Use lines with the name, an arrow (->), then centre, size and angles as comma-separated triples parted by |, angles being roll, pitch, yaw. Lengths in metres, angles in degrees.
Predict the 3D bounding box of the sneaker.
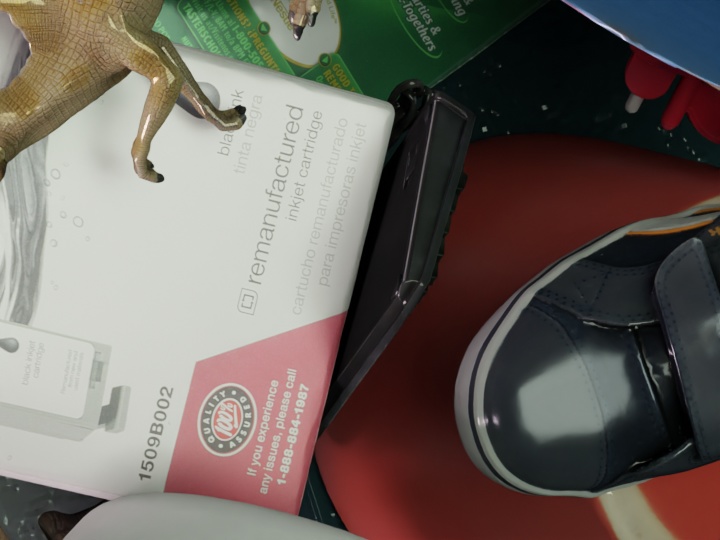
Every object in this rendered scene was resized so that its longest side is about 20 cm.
sneaker -> 0.127, 0.014, 0.789 | 0.199, 0.079, 0.079 | -22, 98, -19

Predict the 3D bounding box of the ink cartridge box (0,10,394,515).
ink cartridge box -> -0.107, -0.009, 0.817 | 0.199, 0.083, 0.148 | 14, 90, -17

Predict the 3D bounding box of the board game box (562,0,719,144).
board game box -> 0.112, -0.079, 0.885 | 0.157, 0.200, 0.039 | 31, 112, 12

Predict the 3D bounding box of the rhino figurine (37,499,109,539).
rhino figurine -> -0.111, 0.015, 0.892 | 0.087, 0.060, 0.201 | -35, 101, -15

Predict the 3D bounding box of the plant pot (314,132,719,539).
plant pot -> 0.103, 0.043, 0.915 | 0.199, 0.177, 0.202 | 0, 89, -22

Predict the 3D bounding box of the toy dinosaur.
toy dinosaur -> -0.062, -0.102, 0.746 | 0.101, 0.058, 0.201 | 17, 92, -20

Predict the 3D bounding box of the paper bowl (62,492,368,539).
paper bowl -> -0.032, 0.138, 0.782 | 0.200, 0.200, 0.105 | 25, 69, -20

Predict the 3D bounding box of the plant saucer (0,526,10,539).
plant saucer -> -0.206, 0.144, 0.866 | 0.199, 0.035, 0.202 | 0, 90, -22

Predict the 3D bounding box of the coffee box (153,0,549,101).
coffee box -> -0.005, -0.121, 0.943 | 0.200, 0.044, 0.123 | -39, 104, -17

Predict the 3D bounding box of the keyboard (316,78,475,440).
keyboard -> 0.000, 0.000, 0.866 | 0.020, 0.200, 0.128 | 17, 61, -12
